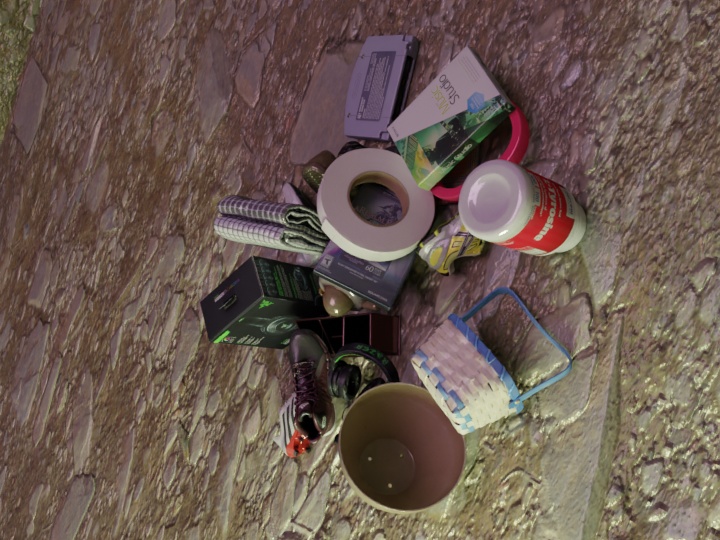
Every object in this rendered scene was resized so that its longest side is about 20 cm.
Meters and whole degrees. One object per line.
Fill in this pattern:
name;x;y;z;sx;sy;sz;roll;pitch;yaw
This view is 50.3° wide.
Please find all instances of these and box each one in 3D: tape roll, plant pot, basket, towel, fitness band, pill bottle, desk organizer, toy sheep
tape roll;0.026;-0.112;1.288;0.037;0.203;0.203;121;141;-62
plant pot;0.056;0.298;1.227;0.135;0.200;0.201;107;149;-59
basket;0.191;0.134;1.160;0.200;0.139;0.176;-35;52;0
towel;-0.139;-0.081;1.381;0.165;0.200;0.086;9;89;33
fitness band;0.186;-0.197;1.255;0.200;0.037;0.144;-35;57;34
pill bottle;0.240;-0.083;1.101;0.112;0.200;0.112;-10;75;42
towel;0.148;-0.212;1.339;0.147;0.022;0.200;-2;80;44
desk organizer;-0.028;0.120;1.396;0.200;0.077;0.072;-9;75;42
toy sheep;0.000;0.000;1.360;0.138;0.138;0.200;11;54;44

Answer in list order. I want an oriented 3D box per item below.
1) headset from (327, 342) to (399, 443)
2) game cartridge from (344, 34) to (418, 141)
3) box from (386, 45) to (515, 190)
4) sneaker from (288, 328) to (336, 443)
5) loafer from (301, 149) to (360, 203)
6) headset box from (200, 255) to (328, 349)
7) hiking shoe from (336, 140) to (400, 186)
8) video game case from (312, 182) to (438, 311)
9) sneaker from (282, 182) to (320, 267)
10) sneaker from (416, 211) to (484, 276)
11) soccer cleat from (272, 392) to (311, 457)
headset;-0.007;0.215;1.328;0.123;0.094;0.200;27;133;13
game cartridge;0.034;-0.348;1.465;0.133;0.042;0.200;15;92;48
box;0.143;-0.249;1.260;0.200;0.036;0.144;-44;52;27
sneaker;-0.088;0.207;1.339;0.076;0.116;0.200;-13;96;12
loafer;-0.028;-0.140;1.386;0.076;0.200;0.067;7;60;37
headset box;-0.182;0.065;1.468;0.174;0.200;0.093;-37;58;31
hiking shoe;-0.002;-0.206;1.440;0.200;0.076;0.101;-21;71;40
video game case;0.028;-0.046;1.302;0.143;0.019;0.200;26;67;5
sneaker;-0.124;-0.092;1.525;0.080;0.070;0.200;-35;57;16
sneaker;0.187;-0.070;1.253;0.200;0.075;0.076;-39;91;25
soccer cleat;-0.114;0.256;1.457;0.085;0.069;0.200;24;103;39
